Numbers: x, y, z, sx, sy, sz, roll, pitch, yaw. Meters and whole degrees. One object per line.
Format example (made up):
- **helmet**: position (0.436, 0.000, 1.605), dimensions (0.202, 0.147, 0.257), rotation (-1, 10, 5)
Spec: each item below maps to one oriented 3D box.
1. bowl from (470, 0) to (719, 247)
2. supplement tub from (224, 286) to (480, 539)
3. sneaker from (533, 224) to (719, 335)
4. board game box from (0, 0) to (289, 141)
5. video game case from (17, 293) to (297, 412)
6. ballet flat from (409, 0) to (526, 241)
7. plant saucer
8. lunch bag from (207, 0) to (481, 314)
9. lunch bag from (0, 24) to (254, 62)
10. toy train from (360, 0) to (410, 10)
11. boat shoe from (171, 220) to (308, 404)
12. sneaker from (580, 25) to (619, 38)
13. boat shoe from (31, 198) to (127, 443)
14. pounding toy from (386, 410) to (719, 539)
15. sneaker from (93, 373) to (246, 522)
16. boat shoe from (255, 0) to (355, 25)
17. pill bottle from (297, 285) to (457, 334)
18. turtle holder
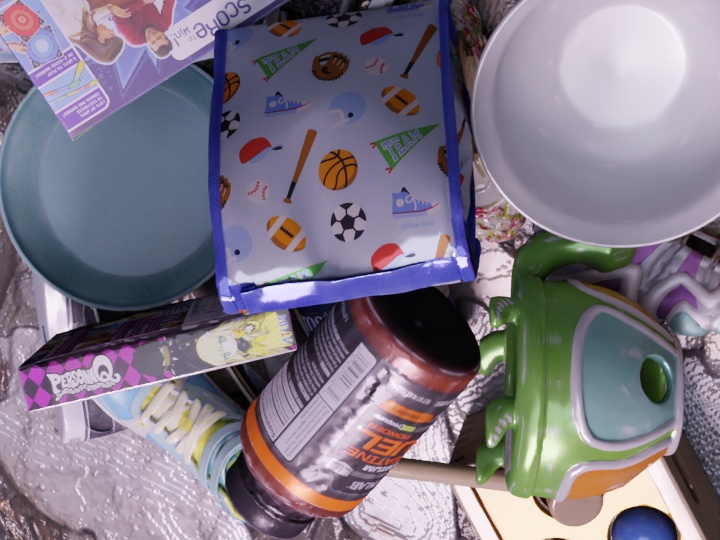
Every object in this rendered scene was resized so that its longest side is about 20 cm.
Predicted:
- **bowl**: position (0.172, -0.124, 1.073), dimensions (0.200, 0.091, 0.202), rotation (2, 119, 4)
- **supplement tub**: position (-0.013, 0.099, 1.136), dimensions (0.107, 0.107, 0.200), rotation (38, 117, -3)
- **sneaker**: position (0.215, -0.031, 1.163), dimensions (0.199, 0.078, 0.141), rotation (0, 110, 12)
- **board game box**: position (-0.148, -0.197, 1.091), dimensions (0.199, 0.034, 0.136), rotation (-32, 117, 0)
- **video game case**: position (-0.136, 0.049, 1.143), dimensions (0.180, 0.200, 0.036), rotation (-13, 95, -3)
- **ballet flat**: position (0.071, -0.106, 1.183), dimensions (0.075, 0.064, 0.201), rotation (-14, 107, 17)
- **plant saucer**: position (-0.175, -0.069, 1.241), dimensions (0.199, 0.036, 0.201), rotation (0, 88, 5)
- **lunch bag**: position (-0.009, -0.062, 1.064), dimensions (0.169, 0.201, 0.124), rotation (-9, 141, 9)
- **lunch bag**: position (-0.174, -0.237, 1.159), dimensions (0.199, 0.127, 0.171), rotation (3, 112, 5)
- **toy train**: position (0.029, -0.208, 1.154), dimensions (0.034, 0.046, 0.201), rotation (31, 105, 5)
- **boat shoe**: position (-0.085, 0.044, 1.276), dimensions (0.072, 0.060, 0.202), rotation (-30, 101, 21)
- **sneaker**: position (0.141, -0.208, 1.121), dimensions (0.199, 0.078, 0.140), rotation (29, 113, 1)
- **boat shoe**: position (-0.221, 0.036, 1.305), dimensions (0.067, 0.072, 0.201), rotation (-10, 95, -19)
- **pounding toy**: position (0.147, 0.165, 1.224), dimensions (0.183, 0.142, 0.201), rotation (-25, 103, 20)
- **sneaker**: position (-0.125, 0.120, 1.254), dimensions (0.200, 0.131, 0.080), rotation (36, 88, -21)
- **boat shoe**: position (-0.040, -0.176, 1.179), dimensions (0.072, 0.069, 0.201), rotation (32, 113, 0)
- **pill bottle**: position (0.000, 0.000, 1.213), dimensions (0.111, 0.112, 0.201), rotation (-20, 105, 19)
- **turtle holder**: position (0.148, 0.066, 1.108), dimensions (0.131, 0.186, 0.141), rotation (3, 138, 2)
